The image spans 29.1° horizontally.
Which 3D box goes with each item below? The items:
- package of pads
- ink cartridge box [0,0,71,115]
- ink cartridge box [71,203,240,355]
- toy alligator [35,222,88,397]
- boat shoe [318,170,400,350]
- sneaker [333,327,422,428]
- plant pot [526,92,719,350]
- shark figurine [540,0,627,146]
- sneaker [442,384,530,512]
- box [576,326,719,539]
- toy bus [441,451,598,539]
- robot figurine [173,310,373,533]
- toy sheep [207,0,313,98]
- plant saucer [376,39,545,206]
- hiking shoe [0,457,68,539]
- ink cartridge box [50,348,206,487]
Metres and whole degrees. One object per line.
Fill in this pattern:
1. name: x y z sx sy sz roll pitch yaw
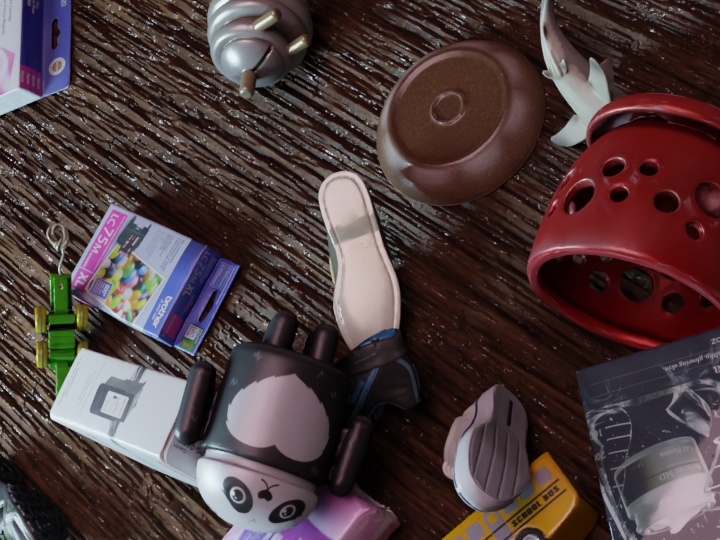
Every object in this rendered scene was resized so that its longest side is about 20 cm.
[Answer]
1. package of pads: -0.067 0.278 1.351 0.201 0.076 0.120 -50 51 -2
2. ink cartridge box: -0.481 -0.303 1.866 0.198 0.043 0.199 -19 60 21
3. ink cartridge box: -0.241 0.008 1.594 0.199 0.042 0.120 23 80 32
4. toy alligator: -0.345 0.048 1.601 0.058 0.054 0.203 -2 89 -13
5. boat shoe: 0.003 -0.001 1.449 0.071 0.060 0.204 -13 80 6
6. sneaker: -0.028 0.133 1.398 0.199 0.073 0.083 -28 91 32
7. plant pot: 0.271 -0.045 1.248 0.199 0.201 0.184 12 68 32
8. shark figurine: 0.230 -0.216 1.409 0.089 0.216 0.128 -37 10 -39
9. sneaker: 0.110 0.175 1.260 0.073 0.200 0.071 43 111 -1
10. box: 0.308 0.164 1.176 0.198 0.124 0.199 -19 62 19
11. toy bus: 0.123 0.262 1.262 0.200 0.065 0.079 -41 55 6
12. robot figurine: -0.079 0.143 1.297 0.149 0.125 0.202 9 75 31
13. toy sheep: -0.115 -0.281 1.605 0.136 0.138 0.202 -8 48 24
14. plant saucer: 0.100 -0.169 1.494 0.198 0.037 0.203 -12 61 23
15. hiking shoe: -0.396 0.284 1.536 0.199 0.075 0.101 34 94 44
16. ink cartridge box: -0.196 0.159 1.409 0.199 0.145 0.084 11 71 44
